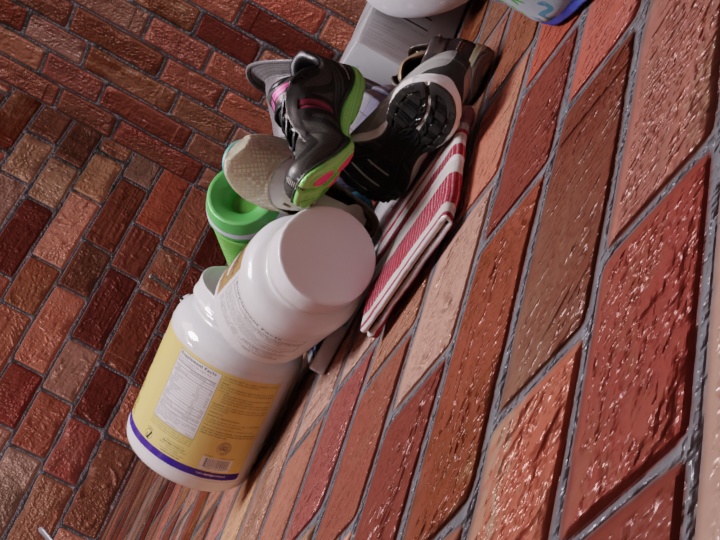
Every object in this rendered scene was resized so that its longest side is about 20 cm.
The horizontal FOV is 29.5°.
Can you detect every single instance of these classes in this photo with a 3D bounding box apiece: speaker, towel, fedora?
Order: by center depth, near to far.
[{"bbox_3d":[0.053,-0.044,1.183,0.144,0.023,0.200,-57,10,32],"label":"towel"},{"bbox_3d":[-0.110,-0.033,1.475,0.200,0.088,0.089,77,-146,-63],"label":"speaker"},{"bbox_3d":[-0.045,-0.174,1.595,0.200,0.176,0.091,17,-101,-57],"label":"fedora"}]

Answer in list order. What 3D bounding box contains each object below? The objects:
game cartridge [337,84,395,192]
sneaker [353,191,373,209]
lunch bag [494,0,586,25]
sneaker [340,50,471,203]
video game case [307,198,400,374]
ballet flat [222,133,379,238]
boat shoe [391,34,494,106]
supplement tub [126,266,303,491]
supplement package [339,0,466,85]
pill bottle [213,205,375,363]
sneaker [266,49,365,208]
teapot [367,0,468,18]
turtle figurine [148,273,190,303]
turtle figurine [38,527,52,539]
[{"bbox_3d":[0.018,-0.145,1.503,0.130,0.038,0.200,-56,-11,20],"label":"game cartridge"},{"bbox_3d":[-0.027,-0.044,1.504,0.200,0.076,0.081,-49,-26,-75],"label":"sneaker"},{"bbox_3d":[0.112,-0.276,1.052,0.128,0.170,0.200,-65,7,-22],"label":"lunch bag"},{"bbox_3d":[0.041,-0.128,1.244,0.200,0.074,0.079,-39,14,51],"label":"sneaker"},{"bbox_3d":[0.000,0.000,1.383,0.201,0.018,0.143,-61,8,7],"label":"video game case"},{"bbox_3d":[-0.047,-0.074,1.270,0.200,0.062,0.068,25,-92,-53],"label":"ballet flat"},{"bbox_3d":[0.074,-0.197,1.372,0.075,0.073,0.200,-64,7,-13],"label":"boat shoe"},{"bbox_3d":[-0.146,0.112,1.429,0.145,0.145,0.201,-85,19,-70],"label":"supplement tub"},{"bbox_3d":[0.051,-0.292,1.710,0.114,0.109,0.200,-51,14,54],"label":"supplement package"},{"bbox_3d":[-0.060,0.012,1.256,0.115,0.114,0.200,-65,10,-22],"label":"pill bottle"},{"bbox_3d":[-0.049,-0.127,1.209,0.077,0.084,0.200,-50,19,32],"label":"sneaker"},{"bbox_3d":[0.071,-0.401,1.591,0.200,0.146,0.197,-35,45,-12],"label":"teapot"},{"bbox_3d":[-0.139,0.049,1.674,0.144,0.201,0.194,-26,8,5],"label":"turtle figurine"},{"bbox_3d":[-0.325,0.405,1.490,0.144,0.201,0.194,-29,12,-38],"label":"turtle figurine"}]
